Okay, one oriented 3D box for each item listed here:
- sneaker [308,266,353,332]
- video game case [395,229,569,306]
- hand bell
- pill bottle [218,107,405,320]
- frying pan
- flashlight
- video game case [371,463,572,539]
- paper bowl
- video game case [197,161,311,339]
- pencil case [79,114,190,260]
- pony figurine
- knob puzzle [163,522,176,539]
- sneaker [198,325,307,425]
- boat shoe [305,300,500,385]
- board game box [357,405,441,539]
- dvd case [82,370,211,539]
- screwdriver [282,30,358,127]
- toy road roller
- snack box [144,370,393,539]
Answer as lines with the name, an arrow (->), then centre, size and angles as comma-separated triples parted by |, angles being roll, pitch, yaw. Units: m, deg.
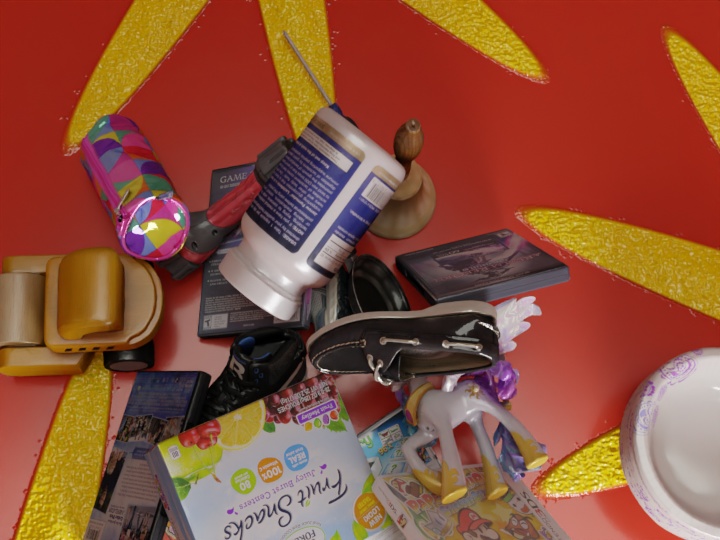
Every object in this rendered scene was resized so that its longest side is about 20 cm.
sneaker -> -0.053, 0.014, 1.191 | 0.085, 0.078, 0.204 | -14, 64, 15
video game case -> 0.126, -0.003, 1.136 | 0.140, 0.200, 0.019 | -14, 104, -7
hand bell -> 0.046, -0.117, 1.162 | 0.102, 0.200, 0.106 | 1, 73, -3
pill bottle -> -0.053, -0.056, 1.084 | 0.115, 0.116, 0.201 | 38, 94, 8
frying pan -> -0.001, 0.012, 1.155 | 0.190, 0.031, 0.116 | 48, 31, -26
flashlight -> -0.146, -0.072, 1.163 | 0.199, 0.068, 0.068 | -37, 31, 18
video game case -> 0.131, 0.266, 1.044 | 0.197, 0.023, 0.182 | 3, 34, -42
paper bowl -> 0.379, 0.193, 1.139 | 0.196, 0.105, 0.205 | 1, 74, -3
video game case -> -0.116, -0.028, 1.185 | 0.140, 0.019, 0.204 | -7, 70, 27
pencil case -> -0.252, -0.094, 1.153 | 0.087, 0.089, 0.200 | -27, 42, -11
pony figurine -> 0.108, 0.131, 1.082 | 0.190, 0.168, 0.202 | -15, 57, -22
knob puzzle -> -0.153, 0.233, 1.132 | 0.215, 0.031, 0.224 | 1, 73, -3
sneaker -> -0.143, 0.128, 1.104 | 0.199, 0.113, 0.073 | -39, 64, -22
boat shoe -> 0.040, 0.080, 1.026 | 0.196, 0.074, 0.061 | -8, 56, 11
board game box -> -0.002, 0.251, 1.116 | 0.198, 0.035, 0.128 | -31, 86, -17
dvd case -> -0.224, 0.202, 1.090 | 0.017, 0.141, 0.204 | 28, 68, -35
screwdriver -> -0.043, -0.215, 1.273 | 0.028, 0.029, 0.202 | -29, 82, -12
toy road roller -> -0.309, 0.036, 1.121 | 0.195, 0.146, 0.126 | -2, 72, -4
snack box -> -0.089, 0.216, 1.031 | 0.197, 0.068, 0.171 | -19, 81, -29
